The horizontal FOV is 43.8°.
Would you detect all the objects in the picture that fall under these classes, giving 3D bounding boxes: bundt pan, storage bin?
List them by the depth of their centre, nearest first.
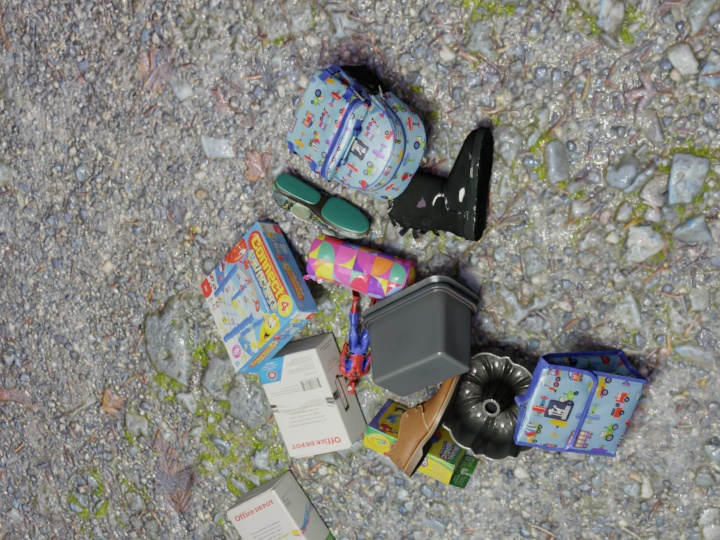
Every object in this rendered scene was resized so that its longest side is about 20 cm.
[{"bbox_3d":[0.106,0.124,1.516,0.198,0.136,0.145,-26,138,36],"label":"storage bin"},{"bbox_3d":[0.234,0.223,1.554,0.198,0.076,0.206,7,110,21],"label":"bundt pan"}]

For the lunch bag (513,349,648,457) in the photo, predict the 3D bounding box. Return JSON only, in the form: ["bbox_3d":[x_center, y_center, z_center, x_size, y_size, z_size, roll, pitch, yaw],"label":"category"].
[{"bbox_3d":[0.335,0.209,1.440,0.196,0.094,0.153,6,116,-21],"label":"lunch bag"}]

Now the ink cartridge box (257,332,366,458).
[{"bbox_3d":[-0.093,0.238,1.700,0.144,0.084,0.203,-14,102,28],"label":"ink cartridge box"}]

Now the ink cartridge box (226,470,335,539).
[{"bbox_3d":[-0.157,0.532,1.829,0.144,0.084,0.202,-31,94,29],"label":"ink cartridge box"}]

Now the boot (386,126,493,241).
[{"bbox_3d":[0.131,-0.146,1.482,0.160,0.073,0.202,13,111,26],"label":"boot"}]

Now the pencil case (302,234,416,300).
[{"bbox_3d":[0.000,0.000,1.578,0.197,0.088,0.090,15,113,18],"label":"pencil case"}]

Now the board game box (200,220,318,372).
[{"bbox_3d":[-0.190,0.050,1.649,0.196,0.055,0.202,-44,60,29],"label":"board game box"}]

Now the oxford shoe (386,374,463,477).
[{"bbox_3d":[0.107,0.249,1.522,0.071,0.071,0.202,34,100,18],"label":"oxford shoe"}]

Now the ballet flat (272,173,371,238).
[{"bbox_3d":[-0.070,-0.103,1.594,0.198,0.074,0.075,33,118,13],"label":"ballet flat"}]

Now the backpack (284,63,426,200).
[{"bbox_3d":[-0.001,-0.213,1.455,0.200,0.134,0.184,44,120,22],"label":"backpack"}]

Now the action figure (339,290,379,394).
[{"bbox_3d":[-0.004,0.136,1.641,0.064,0.052,0.204,2,115,-15],"label":"action figure"}]

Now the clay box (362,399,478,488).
[{"bbox_3d":[0.115,0.312,1.616,0.197,0.115,0.048,21,114,15],"label":"clay box"}]
